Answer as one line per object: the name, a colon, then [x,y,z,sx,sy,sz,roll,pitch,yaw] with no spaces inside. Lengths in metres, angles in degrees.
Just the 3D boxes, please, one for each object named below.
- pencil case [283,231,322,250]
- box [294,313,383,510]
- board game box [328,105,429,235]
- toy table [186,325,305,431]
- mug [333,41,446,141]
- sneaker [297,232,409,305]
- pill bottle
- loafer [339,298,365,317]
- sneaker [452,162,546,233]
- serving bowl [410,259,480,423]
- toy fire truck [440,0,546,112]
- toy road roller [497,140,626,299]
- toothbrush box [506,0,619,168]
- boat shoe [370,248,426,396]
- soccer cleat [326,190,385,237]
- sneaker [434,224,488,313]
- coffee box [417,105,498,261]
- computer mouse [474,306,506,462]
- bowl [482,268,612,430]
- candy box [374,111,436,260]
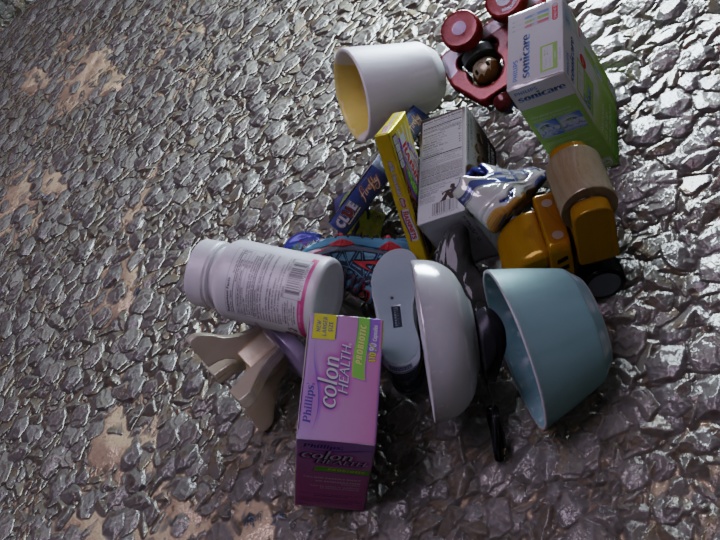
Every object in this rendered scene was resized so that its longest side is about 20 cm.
pencil case: [-0.089,0.020,1.525,0.086,0.078,0.200,-23,28,15]
box: [-0.029,0.184,1.286,0.096,0.200,0.177,5,54,0]
board game box: [0.030,-0.154,1.532,0.136,0.035,0.200,-51,4,39]
toy table: [-0.155,0.133,1.468,0.117,0.184,0.200,-41,10,-13]
mug: [0.046,-0.307,1.630,0.152,0.150,0.187,-17,29,-16]
sneaker: [0.000,0.000,1.441,0.079,0.199,0.096,128,138,-66]
pill bottle: [-0.133,0.020,1.377,0.199,0.114,0.114,12,65,20]
loafer: [-0.020,0.095,1.435,0.063,0.072,0.200,-59,16,9]
sneaker: [0.192,-0.119,1.363,0.088,0.200,0.075,38,116,12]
serving bowl: [0.107,0.082,1.220,0.065,0.201,0.201,-8,49,1]
toy fire truck: [0.228,-0.340,1.572,0.199,0.112,0.169,-32,62,17]
toy road roller: [0.243,-0.048,1.253,0.145,0.201,0.123,-14,46,5]
toothbrush box: [0.279,-0.246,1.374,0.086,0.200,0.146,-16,49,30]
boat shoe: [0.054,0.071,1.385,0.070,0.091,0.201,-4,52,7]
soccer cleat: [0.006,-0.056,1.557,0.083,0.065,0.201,-27,45,7]
sneaker: [0.149,0.036,1.344,0.090,0.076,0.201,-6,81,23]
coffee box: [0.143,-0.123,1.456,0.079,0.113,0.201,-17,49,26]
computer mouse: [0.164,0.137,1.205,0.034,0.201,0.059,-8,20,1]
bowl: [0.229,0.077,1.193,0.104,0.201,0.201,-19,45,0]
candy box: [0.071,-0.117,1.429,0.026,0.201,0.102,-11,22,19]
